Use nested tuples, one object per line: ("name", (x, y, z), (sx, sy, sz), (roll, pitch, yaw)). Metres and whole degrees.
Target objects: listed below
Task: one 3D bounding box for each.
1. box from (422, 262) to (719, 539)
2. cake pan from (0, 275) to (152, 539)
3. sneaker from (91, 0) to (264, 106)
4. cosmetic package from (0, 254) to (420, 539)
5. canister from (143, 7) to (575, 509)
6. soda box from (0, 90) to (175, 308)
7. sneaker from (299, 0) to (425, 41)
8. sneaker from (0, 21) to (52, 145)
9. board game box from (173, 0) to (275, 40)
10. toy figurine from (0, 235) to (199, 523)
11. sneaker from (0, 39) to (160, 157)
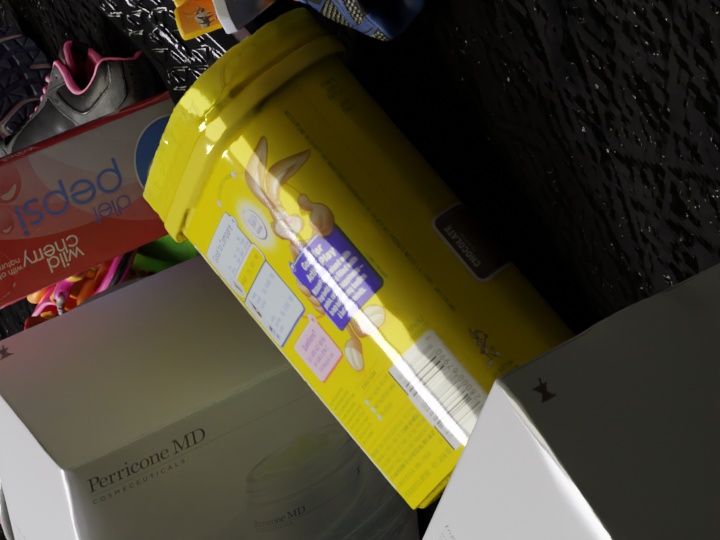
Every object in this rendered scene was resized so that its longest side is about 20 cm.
("box", (0.105, 0.101, 0.800), (0.098, 0.124, 0.201), (55, 155, 22))
("cake pan", (-0.131, 0.087, 1.180), (0.037, 0.199, 0.202), (37, 143, 38))
("sneaker", (-0.071, -0.136, 1.029), (0.071, 0.083, 0.200), (-9, 129, 43))
("cosmetic package", (-0.082, 0.112, 1.105), (0.123, 0.198, 0.201), (38, 145, 47))
("canister", (0.000, 0.000, 0.934), (0.200, 0.086, 0.149), (50, 155, 8))
("soda box", (-0.135, -0.043, 1.073), (0.063, 0.199, 0.071), (-3, 110, 63))
("sneaker", (0.007, -0.174, 0.836), (0.078, 0.075, 0.201), (41, 155, 22))
("sneaker", (-0.231, -0.073, 1.404), (0.201, 0.077, 0.085), (65, 160, 4))
("board game box", (-0.084, -0.208, 0.899), (0.200, 0.026, 0.202), (-69, -39, -76))
("toy figurine", (-0.182, 0.063, 1.231), (0.149, 0.185, 0.200), (28, 157, -15))
("sneaker", (-0.173, -0.096, 1.274), (0.199, 0.079, 0.096), (0, 106, 56))
